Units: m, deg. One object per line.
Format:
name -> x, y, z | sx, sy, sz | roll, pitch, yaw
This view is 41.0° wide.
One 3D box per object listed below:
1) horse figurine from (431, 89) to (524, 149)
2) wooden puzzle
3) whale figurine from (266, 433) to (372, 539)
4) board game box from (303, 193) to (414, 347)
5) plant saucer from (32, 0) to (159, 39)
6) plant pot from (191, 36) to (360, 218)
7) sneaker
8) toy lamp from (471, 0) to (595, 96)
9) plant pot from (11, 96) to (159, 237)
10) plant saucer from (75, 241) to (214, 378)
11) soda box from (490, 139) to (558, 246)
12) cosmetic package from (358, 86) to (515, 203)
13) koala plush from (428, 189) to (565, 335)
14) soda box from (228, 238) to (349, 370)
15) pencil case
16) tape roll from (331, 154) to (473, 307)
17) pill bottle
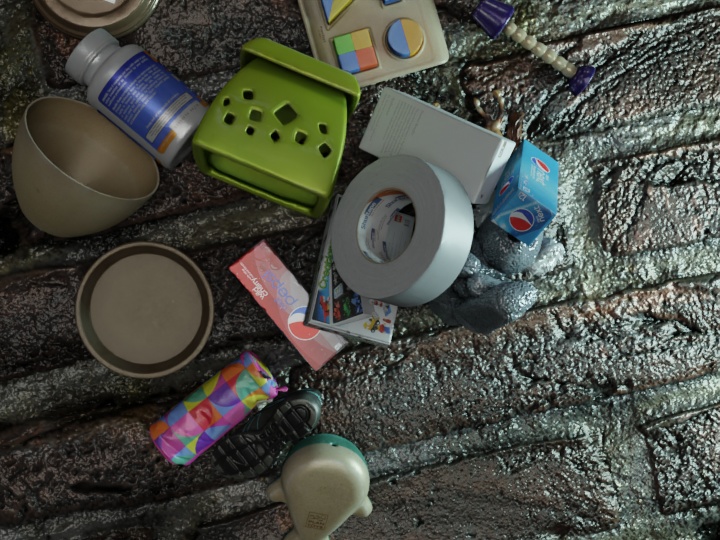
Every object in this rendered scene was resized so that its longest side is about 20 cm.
horse figurine -> 0.158, -0.194, 1.444 | 0.200, 0.050, 0.133 | -9, 85, -2
wooden puzzle -> 0.018, -0.375, 1.427 | 0.200, 0.046, 0.185 | -16, 93, -5
whale figurine -> -0.061, 0.331, 1.429 | 0.159, 0.104, 0.200 | 10, 115, -6
board game box -> 0.000, 0.000, 1.407 | 0.126, 0.035, 0.200 | 16, 73, -13
plant saucer -> -0.387, -0.435, 1.398 | 0.200, 0.029, 0.200 | 0, 92, -6
plant pot -> -0.110, -0.202, 1.351 | 0.200, 0.199, 0.182 | 21, 83, -5
sneaker -> -0.133, 0.240, 1.424 | 0.200, 0.079, 0.075 | -34, 100, 17
toy lamp -> 0.258, -0.340, 1.446 | 0.200, 0.058, 0.058 | 34, 89, -8
plant pot -> -0.401, -0.124, 1.341 | 0.200, 0.200, 0.134 | 39, 117, -5
plant saucer -> -0.315, 0.057, 1.412 | 0.200, 0.029, 0.200 | 0, 91, -5
soda box -> 0.237, -0.115, 1.376 | 0.068, 0.200, 0.064 | 34, 119, -6
cosmetic package -> 0.109, -0.179, 1.381 | 0.200, 0.074, 0.102 | 29, 105, 20
koala plush -> 0.193, -0.021, 1.415 | 0.177, 0.184, 0.200 | 41, 67, 7
soda box -> -0.106, 0.050, 1.420 | 0.070, 0.063, 0.200 | -40, 94, -4
pencil case -> -0.210, 0.202, 1.407 | 0.200, 0.088, 0.088 | -37, 94, -1
tape roll -> 0.054, -0.054, 1.309 | 0.066, 0.200, 0.200 | 16, 90, -47
pill bottle -> -0.314, -0.248, 1.367 | 0.200, 0.112, 0.112 | 41, 88, -3
